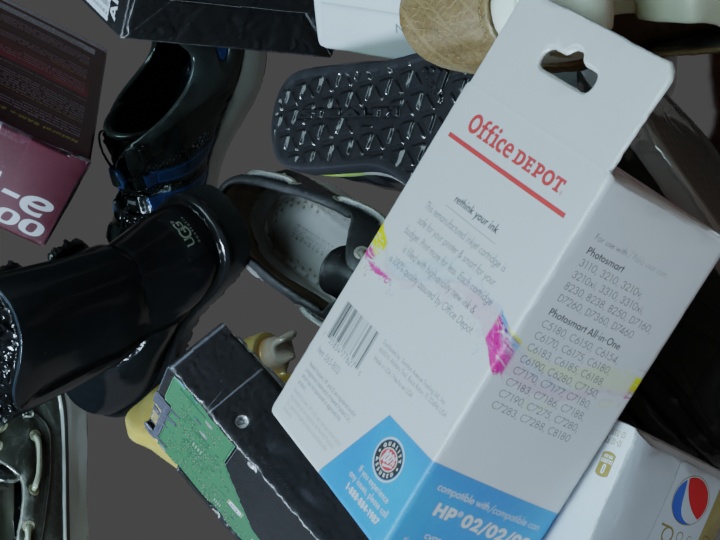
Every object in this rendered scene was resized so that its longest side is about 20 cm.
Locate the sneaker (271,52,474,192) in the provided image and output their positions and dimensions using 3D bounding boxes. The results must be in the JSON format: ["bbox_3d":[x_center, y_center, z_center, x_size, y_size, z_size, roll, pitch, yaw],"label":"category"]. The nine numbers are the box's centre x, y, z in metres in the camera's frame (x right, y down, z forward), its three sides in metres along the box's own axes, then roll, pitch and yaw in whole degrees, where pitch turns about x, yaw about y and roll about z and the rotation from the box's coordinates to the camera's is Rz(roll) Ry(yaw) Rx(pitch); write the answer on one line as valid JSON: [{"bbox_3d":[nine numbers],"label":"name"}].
[{"bbox_3d":[0.041,-0.069,0.836,0.200,0.083,0.072,16,96,48],"label":"sneaker"}]

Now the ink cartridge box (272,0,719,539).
[{"bbox_3d":[0.059,0.006,0.664,0.200,0.068,0.115,-59,32,9],"label":"ink cartridge box"}]

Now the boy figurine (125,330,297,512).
[{"bbox_3d":[-0.045,0.092,0.906,0.200,0.064,0.125,-1,105,46],"label":"boy figurine"}]

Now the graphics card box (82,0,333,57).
[{"bbox_3d":[-0.105,-0.176,0.940,0.200,0.125,0.051,42,123,49],"label":"graphics card box"}]

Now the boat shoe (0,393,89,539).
[{"bbox_3d":[-0.208,0.117,1.054,0.071,0.064,0.200,-25,66,38],"label":"boat shoe"}]

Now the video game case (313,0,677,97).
[{"bbox_3d":[0.054,-0.178,0.775,0.182,0.024,0.200,13,129,25],"label":"video game case"}]

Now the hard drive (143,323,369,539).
[{"bbox_3d":[-0.018,0.123,0.790,0.200,0.038,0.140,48,160,5],"label":"hard drive"}]

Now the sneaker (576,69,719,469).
[{"bbox_3d":[0.122,0.001,0.751,0.099,0.071,0.200,-39,68,28],"label":"sneaker"}]

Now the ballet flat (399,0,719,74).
[{"bbox_3d":[0.117,-0.110,0.710,0.072,0.199,0.068,-100,9,-73],"label":"ballet flat"}]

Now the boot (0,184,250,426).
[{"bbox_3d":[-0.163,0.040,0.909,0.076,0.168,0.200,55,138,11],"label":"boot"}]

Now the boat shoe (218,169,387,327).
[{"bbox_3d":[0.000,0.000,0.881,0.200,0.060,0.074,37,108,40],"label":"boat shoe"}]

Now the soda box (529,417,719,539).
[{"bbox_3d":[0.061,0.082,0.731,0.200,0.064,0.068,18,83,58],"label":"soda box"}]

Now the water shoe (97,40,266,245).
[{"bbox_3d":[-0.122,-0.062,0.993,0.071,0.079,0.200,26,101,42],"label":"water shoe"}]

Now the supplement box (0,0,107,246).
[{"bbox_3d":[-0.209,-0.097,1.000,0.061,0.109,0.200,-59,16,18],"label":"supplement box"}]
